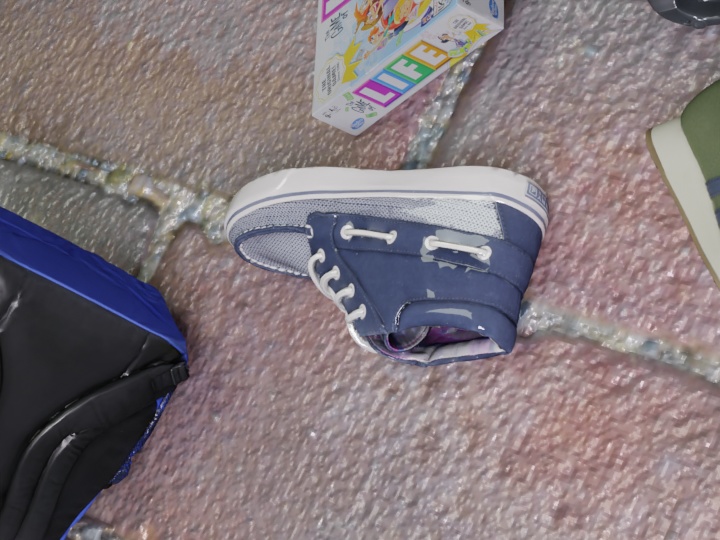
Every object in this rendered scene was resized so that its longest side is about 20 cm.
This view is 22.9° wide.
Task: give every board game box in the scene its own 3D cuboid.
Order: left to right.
[{"bbox_3d":[0.027,-0.195,1.020,0.134,0.034,0.202,-33,46,46],"label":"board game box"}]

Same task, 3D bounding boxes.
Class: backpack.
[{"bbox_3d":[-0.212,0.074,1.006,0.201,0.162,0.168,-57,24,9],"label":"backpack"}]

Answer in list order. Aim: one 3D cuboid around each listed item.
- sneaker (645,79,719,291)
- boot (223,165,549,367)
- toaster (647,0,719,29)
[{"bbox_3d":[0.199,-0.022,0.784,0.090,0.067,0.201,-40,44,21],"label":"sneaker"},{"bbox_3d":[0.000,0.000,0.929,0.198,0.073,0.091,-4,57,37],"label":"boot"},{"bbox_3d":[0.199,-0.204,0.863,0.199,0.113,0.130,-8,57,40],"label":"toaster"}]
